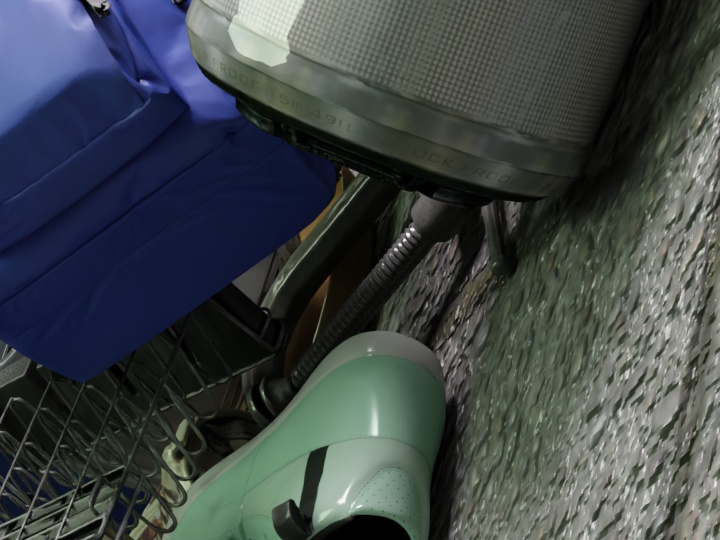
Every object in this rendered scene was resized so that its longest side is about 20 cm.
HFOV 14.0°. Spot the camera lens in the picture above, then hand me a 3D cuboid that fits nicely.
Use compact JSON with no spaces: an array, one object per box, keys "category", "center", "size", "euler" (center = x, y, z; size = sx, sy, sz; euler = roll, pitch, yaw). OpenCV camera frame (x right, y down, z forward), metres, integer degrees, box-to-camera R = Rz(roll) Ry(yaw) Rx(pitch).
[{"category":"camera lens","center":[0.036,-0.135,1.083],"size":[0.160,0.160,0.200],"euler":[-122,52,-73]}]

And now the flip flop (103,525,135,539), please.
[{"category":"flip flop","center":[-0.114,0.207,1.291],"size":[0.081,0.058,0.201],"euler":[-2,93,41]}]

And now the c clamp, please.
[{"category":"c clamp","center":[0.000,0.000,1.269],"size":[0.200,0.027,0.171],"euler":[-48,23,34]}]

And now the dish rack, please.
[{"category":"dish rack","center":[-0.123,0.088,1.238],"size":[0.153,0.055,0.200],"euler":[-28,25,31]}]

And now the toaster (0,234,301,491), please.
[{"category":"toaster","center":[-0.111,0.028,1.417],"size":[0.114,0.129,0.200],"euler":[-159,88,-78]}]

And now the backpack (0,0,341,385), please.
[{"category":"backpack","center":[-0.126,-0.090,1.202],"size":[0.162,0.168,0.200],"euler":[-32,61,4]}]

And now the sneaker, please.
[{"category":"sneaker","center":[-0.035,0.126,1.183],"size":[0.201,0.074,0.118],"euler":[-55,17,35]}]

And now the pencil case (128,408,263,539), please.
[{"category":"pencil case","center":[-0.082,0.145,1.344],"size":[0.078,0.089,0.200],"euler":[-88,21,-45]}]

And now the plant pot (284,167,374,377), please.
[{"category":"plant pot","center":[-0.035,0.042,1.430],"size":[0.200,0.027,0.201],"euler":[-162,90,-78]}]

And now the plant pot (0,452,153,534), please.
[{"category":"plant pot","center":[-0.168,0.047,1.584],"size":[0.180,0.200,0.200],"euler":[-45,25,57]}]
